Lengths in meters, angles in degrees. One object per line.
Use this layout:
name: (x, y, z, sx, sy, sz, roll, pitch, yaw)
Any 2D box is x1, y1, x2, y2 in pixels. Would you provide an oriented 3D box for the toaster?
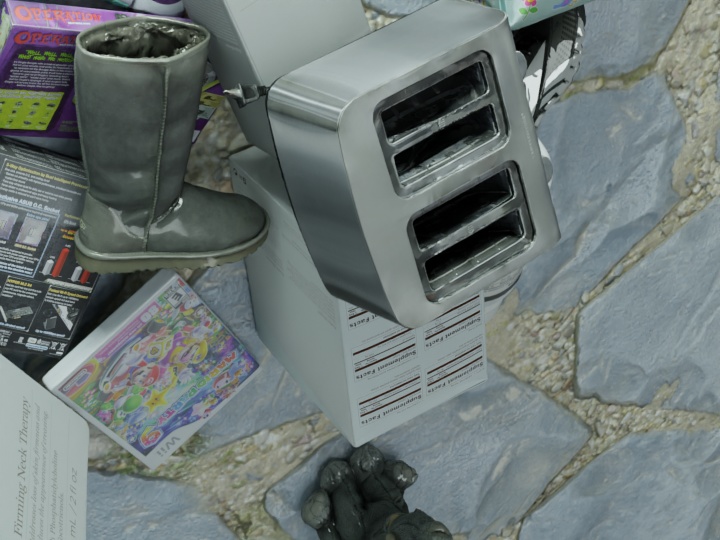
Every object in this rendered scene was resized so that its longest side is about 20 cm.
toaster: (0.035, -0.077, 0.941, 0.198, 0.118, 0.183, -28, 116, -22)

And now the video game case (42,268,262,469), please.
video game case: (-0.178, 0.091, 1.171, 0.143, 0.018, 0.200, -43, 148, -6)

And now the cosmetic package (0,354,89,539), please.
cosmetic package: (-0.331, 0.167, 1.008, 0.165, 0.169, 0.200, -24, 137, 15)

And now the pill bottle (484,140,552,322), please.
pill bottle: (0.104, -0.038, 1.222, 0.112, 0.114, 0.201, -22, 151, -22)

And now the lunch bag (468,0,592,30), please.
lunch bag: (0.146, -0.323, 1.103, 0.168, 0.122, 0.203, -21, 117, -18)

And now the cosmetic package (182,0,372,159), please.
cosmetic package: (-0.061, -0.187, 0.966, 0.106, 0.090, 0.202, -36, 132, -19)

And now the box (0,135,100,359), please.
box: (-0.294, -0.024, 1.026, 0.198, 0.050, 0.159, 15, 108, -40)

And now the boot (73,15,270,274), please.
boot: (-0.137, -0.096, 1.001, 0.180, 0.073, 0.202, -12, 129, -33)

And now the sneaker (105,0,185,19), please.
sneaker: (-0.201, -0.245, 0.948, 0.199, 0.074, 0.089, 9, 102, -50)

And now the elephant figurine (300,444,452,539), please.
elephant figurine: (0.033, 0.287, 1.351, 0.142, 0.200, 0.155, -51, 133, 4)

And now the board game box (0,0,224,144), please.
board game box: (-0.190, -0.145, 0.998, 0.198, 0.033, 0.120, -1, 151, -38)

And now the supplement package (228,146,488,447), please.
supplement package: (0.000, 0.000, 1.152, 0.146, 0.191, 0.202, -23, 129, -22)

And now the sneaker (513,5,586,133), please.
sneaker: (0.142, -0.175, 1.227, 0.090, 0.066, 0.202, 6, 116, -40)
